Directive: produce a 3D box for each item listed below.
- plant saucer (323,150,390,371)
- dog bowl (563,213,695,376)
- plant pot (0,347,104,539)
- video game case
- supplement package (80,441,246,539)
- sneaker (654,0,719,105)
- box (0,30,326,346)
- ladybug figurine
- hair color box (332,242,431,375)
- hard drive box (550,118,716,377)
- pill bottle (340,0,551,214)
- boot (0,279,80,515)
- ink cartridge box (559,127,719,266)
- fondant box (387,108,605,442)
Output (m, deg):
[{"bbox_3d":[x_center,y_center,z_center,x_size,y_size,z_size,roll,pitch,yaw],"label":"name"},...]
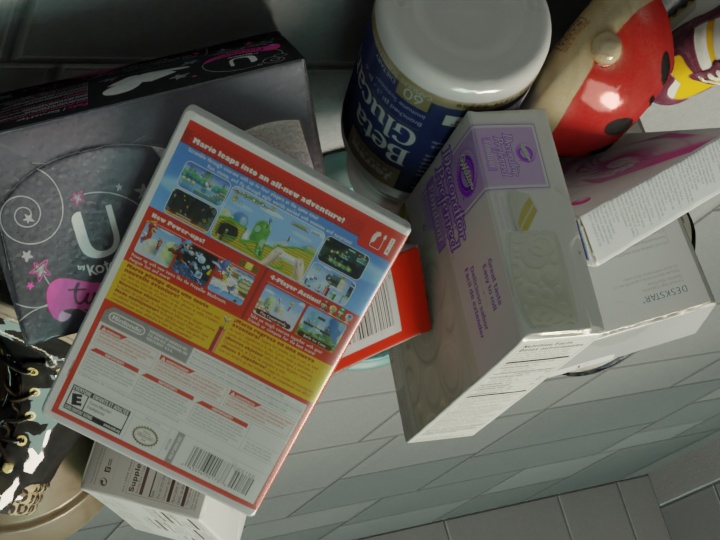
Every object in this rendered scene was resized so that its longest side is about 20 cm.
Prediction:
[{"bbox_3d":[0.000,0.000,0.970,0.196,0.028,0.203,-3,115,-6],"label":"plant saucer"},{"bbox_3d":[0.218,-0.005,1.111,0.073,0.202,0.199,33,135,-24],"label":"dog bowl"},{"bbox_3d":[-0.311,0.117,1.019,0.197,0.202,0.175,-12,144,-12],"label":"plant pot"},{"bbox_3d":[-0.079,0.028,0.666,0.202,0.141,0.017,-61,-172,15],"label":"video game case"},{"bbox_3d":[-0.158,0.157,1.070,0.109,0.158,0.201,12,160,7],"label":"supplement package"},{"bbox_3d":[0.285,-0.164,0.870,0.074,0.091,0.200,-6,157,-27],"label":"sneaker"},{"bbox_3d":[-0.123,-0.053,0.712,0.197,0.134,0.115,-14,-158,-7],"label":"box"},{"bbox_3d":[0.161,-0.130,0.793,0.136,0.072,0.200,-51,178,8],"label":"ladybug figurine"},{"bbox_3d":[-0.054,0.012,0.785,0.100,0.062,0.199,-22,-159,-31],"label":"hair color box"},{"bbox_3d":[0.182,-0.029,0.976,0.153,0.203,0.077,-14,158,-4],"label":"hard drive box"},{"bbox_3d":[0.046,-0.114,0.776,0.109,0.113,0.200,-11,159,-15],"label":"pill bottle"},{"bbox_3d":[-0.257,0.098,0.871,0.152,0.073,0.200,-56,158,-7],"label":"boot"},{"bbox_3d":[0.174,-0.067,0.836,0.198,0.044,0.196,-29,-164,-23],"label":"ink cartridge box"},{"bbox_3d":[0.071,0.011,0.747,0.057,0.147,0.200,-3,157,-21],"label":"fondant box"}]
